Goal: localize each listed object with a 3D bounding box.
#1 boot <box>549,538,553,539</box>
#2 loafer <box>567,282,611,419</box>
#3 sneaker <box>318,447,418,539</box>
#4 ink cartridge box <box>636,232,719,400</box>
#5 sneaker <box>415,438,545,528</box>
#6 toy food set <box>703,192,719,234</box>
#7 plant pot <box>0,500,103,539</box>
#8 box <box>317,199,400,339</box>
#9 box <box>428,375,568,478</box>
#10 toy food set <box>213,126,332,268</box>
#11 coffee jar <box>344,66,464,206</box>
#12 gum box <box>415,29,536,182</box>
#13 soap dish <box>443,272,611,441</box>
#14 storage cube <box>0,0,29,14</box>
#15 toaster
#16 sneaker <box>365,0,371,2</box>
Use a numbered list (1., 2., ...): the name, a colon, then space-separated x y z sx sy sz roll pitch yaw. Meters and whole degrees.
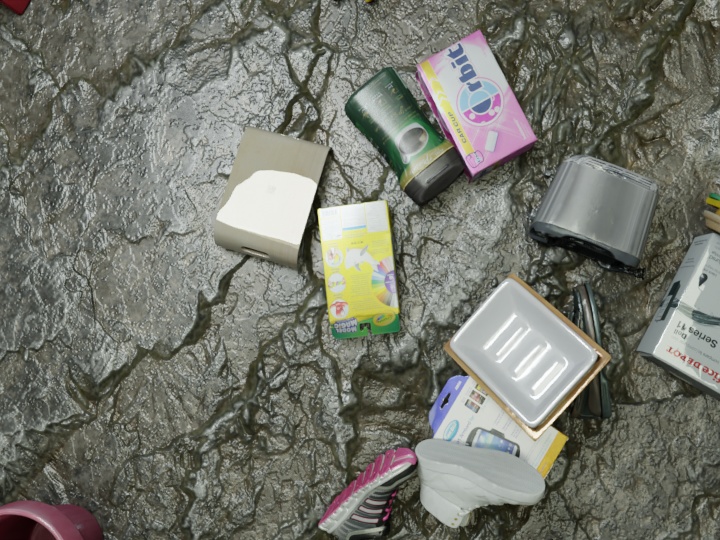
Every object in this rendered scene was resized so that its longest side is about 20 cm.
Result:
1. boot: 0.265 0.514 1.113 0.158 0.073 0.203 -18 85 1
2. loafer: 0.333 0.124 1.126 0.061 0.072 0.206 -9 88 10
3. sneaker: 0.027 0.350 1.130 0.087 0.074 0.200 43 109 -3
4. ink cartridge box: 0.523 0.070 1.102 0.144 0.083 0.204 28 91 6
5. sneaker: 0.175 0.328 1.103 0.196 0.073 0.119 11 118 30
6. toy food set: 0.572 -0.042 1.045 0.194 0.201 0.049 25 105 -11
7. plant pot: -0.481 0.440 1.126 0.194 0.179 0.206 0 86 5
8. box: 0.000 0.000 1.171 0.114 0.048 0.206 -6 84 4
9. box: 0.202 0.247 1.145 0.198 0.041 0.121 33 91 8
10. toy food set: -0.138 -0.120 1.190 0.140 0.060 0.205 15 81 6
11. coffee jar: 0.069 -0.204 1.155 0.103 0.085 0.202 -36 84 1
12. gum box: 0.174 -0.256 1.157 0.112 0.066 0.204 -27 85 2
13. soap dish: 0.241 0.125 1.093 0.158 0.081 0.200 -47 55 1
14. storage cube: -0.604 -0.552 1.185 0.169 0.180 0.203 33 91 6
15. toaster: 0.355 -0.083 1.110 0.196 0.114 0.132 21 87 7
16. sneaker: -0.057 -0.480 1.184 0.195 0.078 0.084 14 90 6
